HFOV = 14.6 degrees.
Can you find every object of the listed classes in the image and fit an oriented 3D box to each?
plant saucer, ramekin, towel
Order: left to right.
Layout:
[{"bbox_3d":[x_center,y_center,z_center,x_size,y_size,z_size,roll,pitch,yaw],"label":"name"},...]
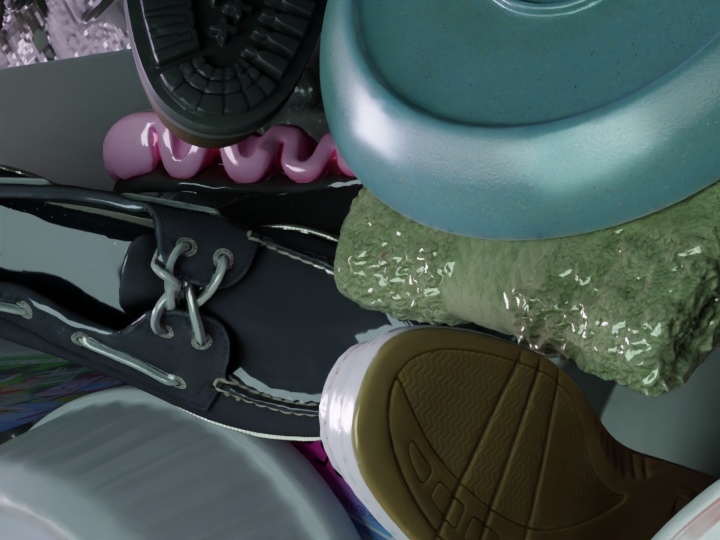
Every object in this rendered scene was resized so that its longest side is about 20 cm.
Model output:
[{"bbox_3d":[-0.090,0.144,0.984,0.202,0.094,0.203,8,103,37],"label":"ramekin"},{"bbox_3d":[0.071,-0.099,0.877,0.200,0.027,0.200,-17,48,20],"label":"plant saucer"},{"bbox_3d":[0.090,-0.057,0.876,0.148,0.036,0.200,17,67,41],"label":"towel"}]

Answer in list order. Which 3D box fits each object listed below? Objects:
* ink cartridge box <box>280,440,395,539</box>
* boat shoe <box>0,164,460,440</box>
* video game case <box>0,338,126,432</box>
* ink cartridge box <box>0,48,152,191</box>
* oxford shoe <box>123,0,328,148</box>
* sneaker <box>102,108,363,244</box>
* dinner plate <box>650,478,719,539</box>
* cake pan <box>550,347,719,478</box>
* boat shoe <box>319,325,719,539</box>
[{"bbox_3d":[-0.026,0.123,1.040,0.136,0.076,0.200,30,116,32],"label":"ink cartridge box"},{"bbox_3d":[-0.066,0.011,0.921,0.200,0.063,0.073,16,95,14],"label":"boat shoe"},{"bbox_3d":[-0.173,0.046,1.062,0.182,0.200,0.022,-21,78,38],"label":"video game case"},{"bbox_3d":[-0.175,-0.013,1.088,0.200,0.146,0.083,-21,87,38],"label":"ink cartridge box"},{"bbox_3d":[-0.050,-0.102,0.987,0.200,0.073,0.085,-90,12,-48],"label":"oxford shoe"},{"bbox_3d":[0.000,0.000,0.964,0.200,0.079,0.096,3,74,22],"label":"sneaker"},{"bbox_3d":[0.133,0.133,0.755,0.200,0.024,0.200,-25,49,32],"label":"dinner plate"},{"bbox_3d":[0.137,0.091,0.927,0.200,0.037,0.201,7,102,37],"label":"cake pan"},{"bbox_3d":[0.041,0.065,0.856,0.069,0.200,0.071,16,79,41],"label":"boat shoe"}]
